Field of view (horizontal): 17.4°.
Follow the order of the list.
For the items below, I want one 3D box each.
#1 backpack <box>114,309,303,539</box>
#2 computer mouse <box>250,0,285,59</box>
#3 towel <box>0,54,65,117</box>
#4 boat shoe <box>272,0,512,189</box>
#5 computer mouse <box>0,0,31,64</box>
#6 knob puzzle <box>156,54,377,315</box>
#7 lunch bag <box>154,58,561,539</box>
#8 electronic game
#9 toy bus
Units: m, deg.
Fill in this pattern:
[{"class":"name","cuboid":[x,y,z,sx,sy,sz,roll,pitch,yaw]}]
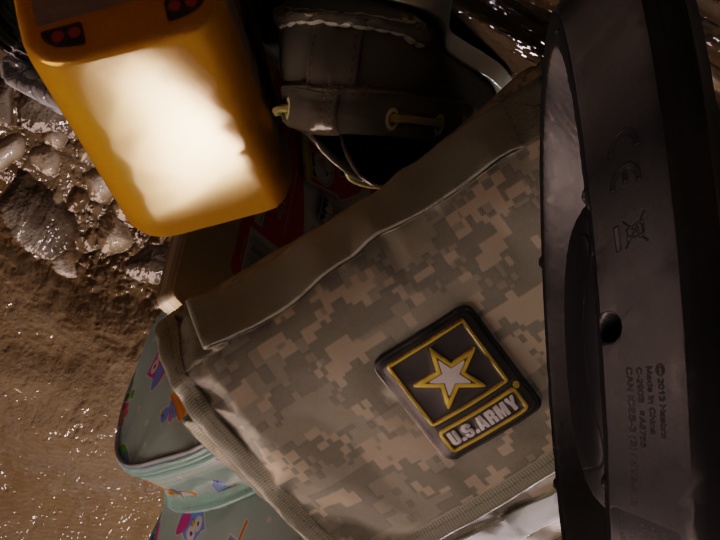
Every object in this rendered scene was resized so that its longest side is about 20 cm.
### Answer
[{"class":"backpack","cuboid":[-0.019,0.077,1.055,0.153,0.201,0.175,30,149,-31]},{"class":"computer mouse","cuboid":[-0.080,-0.137,0.912,0.200,0.034,0.059,37,180,40]},{"class":"towel","cuboid":[-0.055,-0.075,1.165,0.200,0.086,0.165,26,177,41]},{"class":"boat shoe","cuboid":[0.009,-0.059,0.828,0.072,0.061,0.202,9,173,12]},{"class":"computer mouse","cuboid":[-0.092,-0.090,0.947,0.059,0.034,0.200,55,-156,14]},{"class":"knob puzzle","cuboid":[0.000,0.000,0.957,0.030,0.220,0.219,-25,138,35]},{"class":"lunch bag","cuboid":[0.046,0.025,0.787,0.200,0.164,0.118,35,-153,-54]},{"class":"electronic game","cuboid":[0.069,0.019,0.559,0.041,0.201,0.200,-3,176,1]},{"class":"toy bus","cuboid":[-0.070,-0.082,0.753,0.065,0.079,0.200,-13,161,2]}]
